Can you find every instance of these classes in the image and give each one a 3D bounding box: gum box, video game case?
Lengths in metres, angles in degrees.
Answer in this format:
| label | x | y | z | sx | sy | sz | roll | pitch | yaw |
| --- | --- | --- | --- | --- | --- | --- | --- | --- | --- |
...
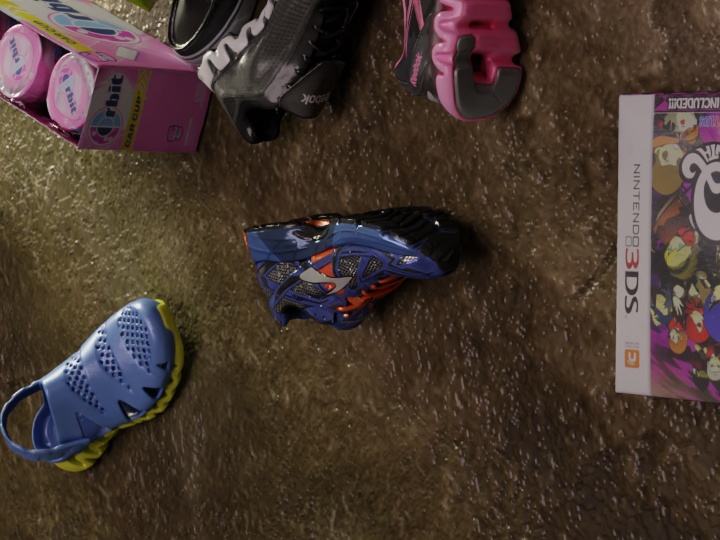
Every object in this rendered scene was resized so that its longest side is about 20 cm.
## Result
| label | x | y | z | sx | sy | sz | roll | pitch | yaw |
| --- | --- | --- | --- | --- | --- | --- | --- | --- | --- |
| gum box | -0.219 | -0.157 | 1.622 | 0.199 | 0.113 | 0.067 | 32 | 113 | 40 |
| video game case | 0.233 | -0.012 | 1.222 | 0.199 | 0.036 | 0.183 | 4 | 95 | 45 |

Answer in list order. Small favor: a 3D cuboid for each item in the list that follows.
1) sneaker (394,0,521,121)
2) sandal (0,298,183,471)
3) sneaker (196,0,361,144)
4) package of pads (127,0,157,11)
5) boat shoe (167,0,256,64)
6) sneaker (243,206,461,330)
| label | x | y | z | sx | sy | sz | roll | pitch | yaw |
| --- | --- | --- | --- | --- | --- | --- | --- | --- | --- |
| sneaker | 0.059 | -0.201 | 1.377 | 0.095 | 0.078 | 0.202 | 17 | 102 | 55 |
| sandal | -0.209 | 0.093 | 1.640 | 0.200 | 0.087 | 0.080 | -47 | 58 | 33 |
| sneaker | -0.037 | -0.156 | 1.476 | 0.200 | 0.066 | 0.091 | -41 | 66 | 42 |
| package of pads | -0.198 | -0.261 | 1.482 | 0.153 | 0.200 | 0.069 | 25 | 79 | 2 |
| boat shoe | -0.099 | -0.237 | 1.538 | 0.069 | 0.056 | 0.201 | 50 | 124 | 32 |
| sneaker | 0.000 | 0.000 | 1.444 | 0.199 | 0.075 | 0.079 | -3 | 98 | 53 |
